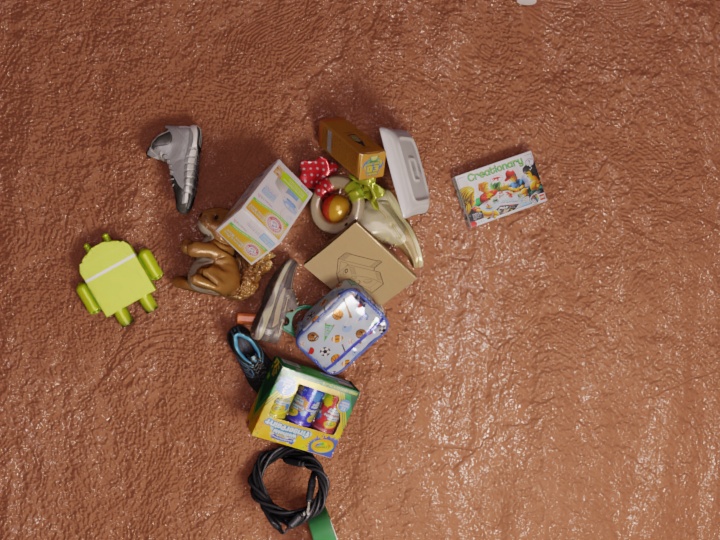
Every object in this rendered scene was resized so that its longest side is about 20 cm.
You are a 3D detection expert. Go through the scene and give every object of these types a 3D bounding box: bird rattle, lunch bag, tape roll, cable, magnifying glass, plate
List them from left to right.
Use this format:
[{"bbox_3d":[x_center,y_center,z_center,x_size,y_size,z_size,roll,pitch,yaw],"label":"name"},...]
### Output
[{"bbox_3d":[-0.180,0.115,1.744,0.199,0.022,0.080,4,90,-11],"label":"magnifying glass"},{"bbox_3d":[-0.160,0.462,1.679,0.163,0.051,0.200,-41,52,-1],"label":"cable"},{"bbox_3d":[-0.064,0.618,1.673,0.048,0.200,0.201,-20,93,-7],"label":"tape roll"},{"bbox_3d":[-0.055,-0.163,1.691,0.199,0.113,0.164,13,90,16],"label":"bird rattle"},{"bbox_3d":[-0.037,0.129,1.711,0.200,0.076,0.160,-41,113,7],"label":"lunch bag"},{"bbox_3d":[0.107,-0.222,1.699,0.032,0.200,0.201,-15,93,20],"label":"plate"}]

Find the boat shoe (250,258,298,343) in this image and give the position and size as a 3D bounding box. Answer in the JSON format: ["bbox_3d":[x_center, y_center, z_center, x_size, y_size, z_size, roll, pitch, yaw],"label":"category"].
[{"bbox_3d":[-0.179,0.071,1.711,0.073,0.074,0.201,28,73,-19],"label":"boat shoe"}]

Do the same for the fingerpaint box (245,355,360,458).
[{"bbox_3d":[-0.126,0.303,1.691,0.199,0.073,0.168,23,95,-24],"label":"fingerpaint box"}]

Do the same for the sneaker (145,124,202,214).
[{"bbox_3d":[-0.416,-0.225,1.684,0.115,0.075,0.201,6,79,-4],"label":"sneaker"}]

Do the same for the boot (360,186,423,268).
[{"bbox_3d":[0.042,-0.070,1.745,0.155,0.073,0.201,-27,88,-9],"label":"boot"}]

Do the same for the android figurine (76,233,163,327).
[{"bbox_3d":[-0.531,0.018,1.677,0.182,0.041,0.201,-32,95,-7],"label":"android figurine"}]

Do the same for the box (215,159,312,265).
[{"bbox_3d":[-0.203,-0.125,1.632,0.113,0.101,0.200,45,39,-15],"label":"box"}]

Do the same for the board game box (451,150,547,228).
[{"bbox_3d":[0.328,-0.191,1.810,0.199,0.035,0.127,-20,93,-8],"label":"board game box"}]

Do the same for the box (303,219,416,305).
[{"bbox_3d":[0.000,0.000,1.705,0.163,0.021,0.200,-39,116,22],"label":"box"}]

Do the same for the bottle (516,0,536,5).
[{"bbox_3d":[0.401,-0.731,1.802,0.083,0.065,0.201,5,90,-8],"label":"bottle"}]

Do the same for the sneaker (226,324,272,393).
[{"bbox_3d":[-0.232,0.214,1.704,0.073,0.082,0.200,-37,97,-9],"label":"sneaker"}]

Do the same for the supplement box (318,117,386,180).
[{"bbox_3d":[-0.022,-0.268,1.670,0.066,0.200,0.069,-12,124,-26],"label":"supplement box"}]

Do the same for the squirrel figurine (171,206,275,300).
[{"bbox_3d":[-0.294,-0.038,1.684,0.199,0.141,0.188,16,77,-22],"label":"squirrel figurine"}]
